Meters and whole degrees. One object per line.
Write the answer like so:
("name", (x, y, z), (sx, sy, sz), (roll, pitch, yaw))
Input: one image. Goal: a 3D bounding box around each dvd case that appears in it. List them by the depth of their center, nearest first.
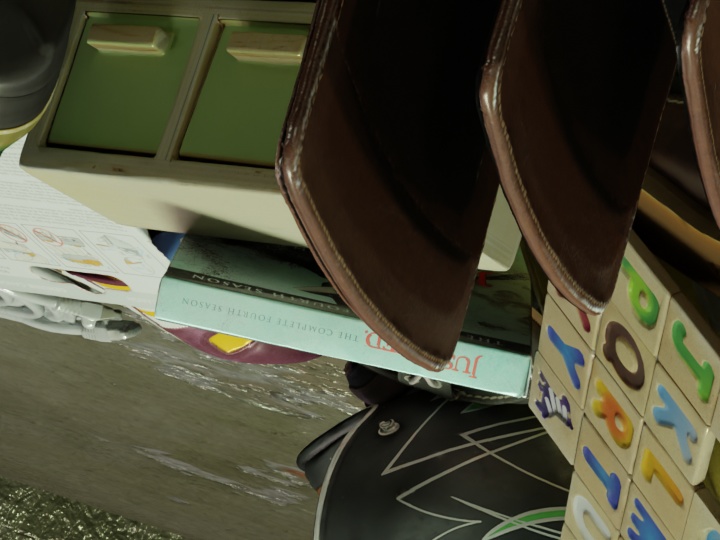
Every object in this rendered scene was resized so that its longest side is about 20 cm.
("dvd case", (0.000, 0.000, 1.042), (0.145, 0.022, 0.200), (13, -164, 1))

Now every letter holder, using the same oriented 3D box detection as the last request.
("letter holder", (0.060, -0.044, 0.705), (0.100, 0.143, 0.200), (14, 167, 17))

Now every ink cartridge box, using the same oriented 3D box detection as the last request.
("ink cartridge box", (-0.163, -0.053, 1.143), (0.162, 0.057, 0.200), (7, 159, 38))

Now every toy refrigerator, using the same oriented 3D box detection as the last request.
("toy refrigerator", (-0.031, -0.055, 0.944), (0.199, 0.076, 0.070), (8, 165, 40))

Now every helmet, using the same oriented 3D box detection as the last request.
("helmet", (0.057, 0.143, 1.192), (0.199, 0.201, 0.191), (21, 161, -16))

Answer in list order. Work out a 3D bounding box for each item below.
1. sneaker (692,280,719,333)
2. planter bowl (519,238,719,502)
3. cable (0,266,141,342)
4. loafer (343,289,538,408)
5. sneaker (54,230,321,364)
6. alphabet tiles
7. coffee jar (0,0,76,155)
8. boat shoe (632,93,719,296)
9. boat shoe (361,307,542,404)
("sneaker", (0.176, 0.050, 0.895), (0.082, 0.201, 0.077), (12, 151, -34))
("planter bowl", (0.134, 0.049, 1.046), (0.083, 0.201, 0.200), (-21, 160, 7))
("cable", (-0.226, -0.030, 1.340), (0.199, 0.070, 0.199), (26, 168, -36))
("loafer", (0.029, 0.018, 1.241), (0.063, 0.072, 0.200), (39, 158, -7))
("sneaker", (-0.085, -0.005, 1.241), (0.199, 0.075, 0.090), (21, 173, -19))
("alphabet tiles", (0.107, 0.085, 0.906), (0.167, 0.008, 0.201), (55, 155, 35))
("coffee jar", (-0.181, -0.054, 0.968), (0.104, 0.086, 0.200), (21, 137, -14))
("boat shoe", (0.140, -0.023, 0.845), (0.070, 0.070, 0.200), (46, 174, -35))
("boat shoe", (0.002, 0.021, 1.152), (0.199, 0.057, 0.067), (26, 140, 33))
